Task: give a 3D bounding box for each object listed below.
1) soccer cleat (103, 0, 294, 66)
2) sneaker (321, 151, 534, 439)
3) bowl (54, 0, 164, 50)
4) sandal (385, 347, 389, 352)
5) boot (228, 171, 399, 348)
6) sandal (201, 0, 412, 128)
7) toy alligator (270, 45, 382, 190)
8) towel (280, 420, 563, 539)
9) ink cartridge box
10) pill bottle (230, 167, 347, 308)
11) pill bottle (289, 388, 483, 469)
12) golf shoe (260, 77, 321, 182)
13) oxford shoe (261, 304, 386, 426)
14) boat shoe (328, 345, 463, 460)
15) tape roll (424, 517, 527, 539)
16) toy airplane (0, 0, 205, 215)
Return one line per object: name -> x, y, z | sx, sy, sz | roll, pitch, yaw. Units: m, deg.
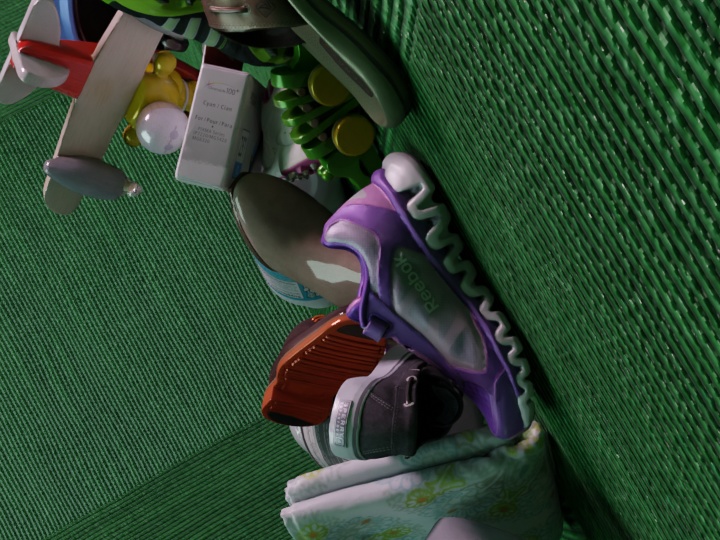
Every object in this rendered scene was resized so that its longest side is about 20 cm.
soccer cleat -> -0.112, -0.189, 0.775 | 0.081, 0.068, 0.200 | 14, -177, 30
sneaker -> 0.040, 0.027, 0.732 | 0.200, 0.088, 0.080 | 60, 173, -1
bowl -> -0.213, -0.274, 1.026 | 0.039, 0.201, 0.201 | 25, 159, 21
sandal -> 0.042, 0.059, 1.027 | 0.083, 0.050, 0.203 | 63, 172, -15
boot -> 0.000, 0.000, 0.880 | 0.146, 0.070, 0.200 | 22, 165, 49
sandal -> -0.055, -0.150, 0.653 | 0.201, 0.057, 0.080 | 45, 179, 3
toy alligator -> -0.020, -0.094, 0.825 | 0.200, 0.054, 0.059 | 64, 174, -28
towel -> 0.052, 0.186, 0.854 | 0.171, 0.200, 0.048 | 68, -172, -55
ink cartridge box -> -0.102, -0.155, 0.949 | 0.200, 0.045, 0.177 | -69, -8, -86
pill bottle -> -0.059, -0.035, 1.157 | 0.111, 0.111, 0.200 | 58, 174, 28
pill bottle -> 0.013, 0.132, 0.982 | 0.117, 0.116, 0.200 | 62, 159, -11
golf shoe -> -0.051, -0.122, 0.952 | 0.200, 0.075, 0.092 | -174, 68, -77
oxford shoe -> -0.032, 0.060, 0.882 | 0.200, 0.071, 0.073 | 134, 148, -56
boat shoe -> 0.038, 0.092, 0.778 | 0.200, 0.066, 0.070 | 3, -87, -74
tape roll -> 0.121, 0.254, 0.776 | 0.200, 0.066, 0.200 | 28, 157, 13
toy airplane -> -0.202, -0.152, 0.951 | 0.141, 0.199, 0.200 | 46, 161, 28
